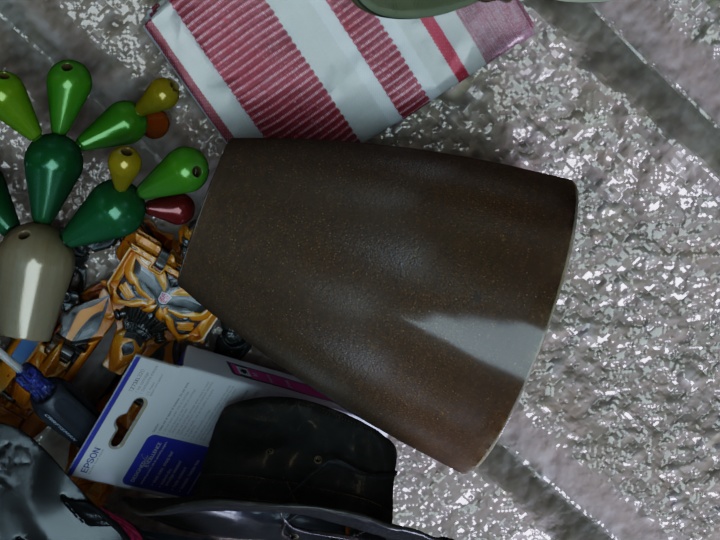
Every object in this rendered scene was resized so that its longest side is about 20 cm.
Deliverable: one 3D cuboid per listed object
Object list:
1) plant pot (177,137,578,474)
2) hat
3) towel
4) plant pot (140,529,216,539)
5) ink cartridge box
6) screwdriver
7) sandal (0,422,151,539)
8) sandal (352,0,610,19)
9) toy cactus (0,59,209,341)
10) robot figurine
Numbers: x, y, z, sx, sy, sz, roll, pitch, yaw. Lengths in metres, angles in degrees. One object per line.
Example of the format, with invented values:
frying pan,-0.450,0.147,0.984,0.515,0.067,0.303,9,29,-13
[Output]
plant pot,0.000,0.000,0.839,0.200,0.187,0.187,20,107,-4
hat,-0.040,0.119,0.841,0.200,0.201,0.081,8,76,-7
towel,-0.013,-0.151,0.860,0.200,0.023,0.144,-32,110,8
plant pot,-0.156,0.277,0.919,0.195,0.196,0.200,9,94,-8
ink cartridge box,-0.082,0.106,0.899,0.200,0.037,0.095,19,112,-37
screwdriver,-0.205,0.050,0.811,0.028,0.029,0.200,-51,138,-14
sandal,-0.160,0.168,0.821,0.200,0.045,0.075,42,76,-5
sandal,0.085,-0.189,0.812,0.201,0.057,0.080,-8,103,-17
toy cactus,-0.187,-0.042,0.837,0.200,0.102,0.165,10,91,7
robot figurine,-0.155,0.054,0.901,0.145,0.058,0.200,31,105,-17
